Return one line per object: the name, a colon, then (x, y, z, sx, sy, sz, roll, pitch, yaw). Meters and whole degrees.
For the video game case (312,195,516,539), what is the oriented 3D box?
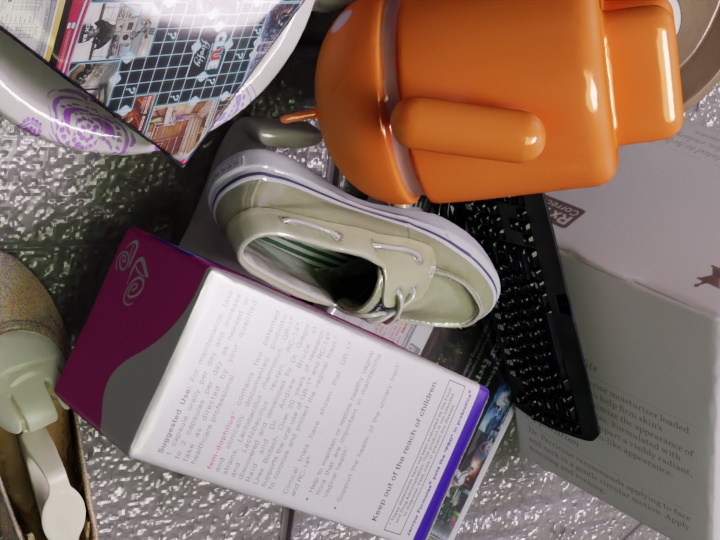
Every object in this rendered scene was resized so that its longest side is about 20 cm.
video game case: (0.040, 0.053, 0.882, 0.182, 0.023, 0.201, 35, 77, -36)

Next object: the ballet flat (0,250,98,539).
ballet flat: (-0.178, 0.085, 0.753, 0.068, 0.067, 0.201, -21, 118, -21)

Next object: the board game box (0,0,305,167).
board game box: (-0.073, -0.166, 0.611, 0.135, 0.035, 0.200, 38, 87, -37)

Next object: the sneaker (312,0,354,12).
sneaker: (0.008, -0.226, 0.724, 0.078, 0.099, 0.201, 9, 104, -34)

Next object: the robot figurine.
robot figurine: (0.062, -0.094, 0.705, 0.199, 0.145, 0.117, -5, 147, 14)

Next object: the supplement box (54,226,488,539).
supplement box: (-0.045, 0.066, 0.739, 0.199, 0.101, 0.104, 24, 90, -37)

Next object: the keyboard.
keyboard: (0.083, 0.014, 0.831, 0.040, 0.104, 0.201, -28, 116, -25)

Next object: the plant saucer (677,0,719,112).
plant saucer: (0.184, -0.191, 0.893, 0.199, 0.029, 0.201, -12, 114, -28)

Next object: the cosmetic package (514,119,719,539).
cosmetic package: (0.206, 0.036, 0.880, 0.165, 0.164, 0.201, -35, 134, -31)

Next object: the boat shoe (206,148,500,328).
boat shoe: (0.000, 0.000, 0.752, 0.199, 0.062, 0.072, 21, 131, -34)

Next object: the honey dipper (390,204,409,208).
honey dipper: (0.023, -0.093, 0.808, 0.038, 0.038, 0.201, -6, 103, -30)

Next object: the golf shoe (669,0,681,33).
golf shoe: (0.135, -0.156, 0.799, 0.199, 0.094, 0.078, 7, 103, -39)

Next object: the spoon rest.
spoon rest: (-0.072, -0.004, 0.800, 0.099, 0.061, 0.201, 0, 122, -31)

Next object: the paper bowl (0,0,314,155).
paper bowl: (-0.125, -0.164, 0.664, 0.200, 0.104, 0.202, -12, 114, -28)
